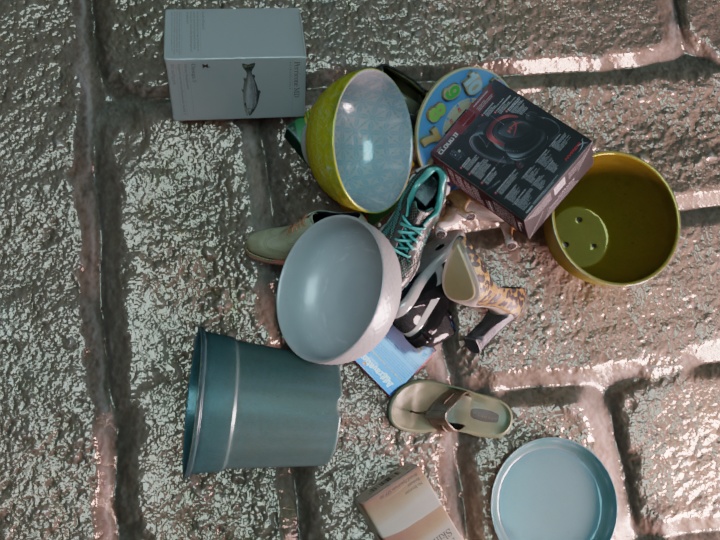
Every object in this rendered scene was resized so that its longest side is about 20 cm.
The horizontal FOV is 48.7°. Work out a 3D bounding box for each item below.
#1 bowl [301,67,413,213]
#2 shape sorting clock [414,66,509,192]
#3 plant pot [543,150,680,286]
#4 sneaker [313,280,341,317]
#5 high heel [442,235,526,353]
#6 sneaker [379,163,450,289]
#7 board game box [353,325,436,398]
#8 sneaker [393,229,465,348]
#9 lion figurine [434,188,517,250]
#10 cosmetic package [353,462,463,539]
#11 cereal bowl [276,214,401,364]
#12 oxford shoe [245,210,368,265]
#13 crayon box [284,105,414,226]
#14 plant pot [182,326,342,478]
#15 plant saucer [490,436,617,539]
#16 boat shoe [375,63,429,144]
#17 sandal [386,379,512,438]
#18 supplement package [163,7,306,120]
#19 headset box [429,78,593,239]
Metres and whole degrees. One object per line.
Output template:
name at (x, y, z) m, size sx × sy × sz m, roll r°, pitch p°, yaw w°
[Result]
bowl at (-0.021, -0.182, 1.139) m, size 0.107 × 0.200 × 0.202 m, roll 4°, pitch 76°, yaw 35°
shape sorting clock at (0.170, -0.212, 1.231) m, size 0.199 × 0.039 × 0.202 m, roll -8°, pitch 105°, yaw -31°
plant pot at (0.363, -0.064, 1.220) m, size 0.198 × 0.142 × 0.202 m, roll 1°, pitch 80°, yaw -7°
sneaker at (0.000, 0.000, 1.174) m, size 0.086 × 0.074 × 0.201 m, roll 32°, pitch 73°, yaw 0°
high heel at (0.189, 0.006, 1.175) m, size 0.142 × 0.071 × 0.201 m, roll -40°, pitch 130°, yaw -32°
sneaker at (0.069, -0.064, 1.108) m, size 0.077 × 0.091 × 0.201 m, roll 21°, pitch 83°, yaw 0°
board game box at (0.011, 0.087, 1.206) m, size 0.200 × 0.019 × 0.103 m, roll 46°, pitch 75°, yaw 1°
sneaker at (0.117, 0.037, 1.208) m, size 0.200 × 0.073 × 0.112 m, roll -49°, pitch 114°, yaw -32°
lion figurine at (0.192, -0.094, 1.218) m, size 0.198 × 0.073 × 0.123 m, roll 15°, pitch 39°, yaw -10°
cosmetic package at (0.086, 0.388, 1.131) m, size 0.103 × 0.087 × 0.201 m, roll -32°, pitch 86°, yaw -13°
cereal bowl at (-0.020, 0.031, 1.079) m, size 0.083 × 0.199 × 0.202 m, roll 18°, pitch 74°, yaw -47°
oxford shoe at (-0.080, -0.058, 1.166) m, size 0.198 × 0.074 × 0.071 m, roll -6°, pitch 47°, yaw 11°
crayon box at (-0.007, -0.175, 1.232) m, size 0.127 × 0.051 × 0.200 m, roll -39°, pitch 88°, yaw -13°
plant pot at (-0.136, 0.187, 1.091) m, size 0.194 × 0.200 × 0.202 m, roll 7°, pitch 79°, yaw -16°
plant saucer at (0.289, 0.353, 1.197) m, size 0.198 × 0.027 × 0.202 m, roll 1°, pitch 81°, yaw -8°
boat shoe at (0.092, -0.246, 1.234) m, size 0.199 × 0.065 × 0.074 m, roll 29°, pitch 64°, yaw -17°
sandal at (0.137, 0.207, 1.181) m, size 0.199 × 0.057 × 0.081 m, roll 7°, pitch 85°, yaw -11°
supplement package at (-0.183, -0.305, 1.177) m, size 0.198 × 0.117 × 0.118 m, roll -4°, pitch 53°, yaw -8°
headset box at (0.210, -0.168, 1.145) m, size 0.200 × 0.075 × 0.149 m, roll 39°, pitch 86°, yaw 25°
